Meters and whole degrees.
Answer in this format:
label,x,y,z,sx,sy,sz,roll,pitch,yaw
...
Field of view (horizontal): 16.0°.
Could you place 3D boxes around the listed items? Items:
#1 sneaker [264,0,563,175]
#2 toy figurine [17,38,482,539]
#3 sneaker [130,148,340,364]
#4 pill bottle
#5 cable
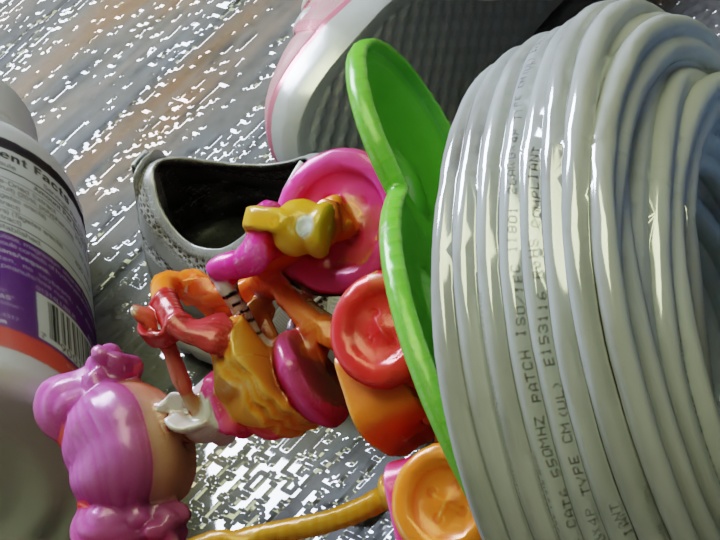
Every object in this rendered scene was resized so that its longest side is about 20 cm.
label,x,y,z,sx,sy,sz,roll,pitch,yaw
sneaker,0.003,-0.103,0.988,0.105,0.075,0.200,14,46,33
toy figurine,-0.037,0.055,0.780,0.184,0.150,0.200,-26,71,17
sneaker,0.000,0.000,0.870,0.200,0.082,0.075,4,48,32
pill bottle,-0.151,0.013,0.916,0.111,0.111,0.200,-21,39,6
cable,0.083,0.024,0.704,0.069,0.200,0.200,-14,53,25
